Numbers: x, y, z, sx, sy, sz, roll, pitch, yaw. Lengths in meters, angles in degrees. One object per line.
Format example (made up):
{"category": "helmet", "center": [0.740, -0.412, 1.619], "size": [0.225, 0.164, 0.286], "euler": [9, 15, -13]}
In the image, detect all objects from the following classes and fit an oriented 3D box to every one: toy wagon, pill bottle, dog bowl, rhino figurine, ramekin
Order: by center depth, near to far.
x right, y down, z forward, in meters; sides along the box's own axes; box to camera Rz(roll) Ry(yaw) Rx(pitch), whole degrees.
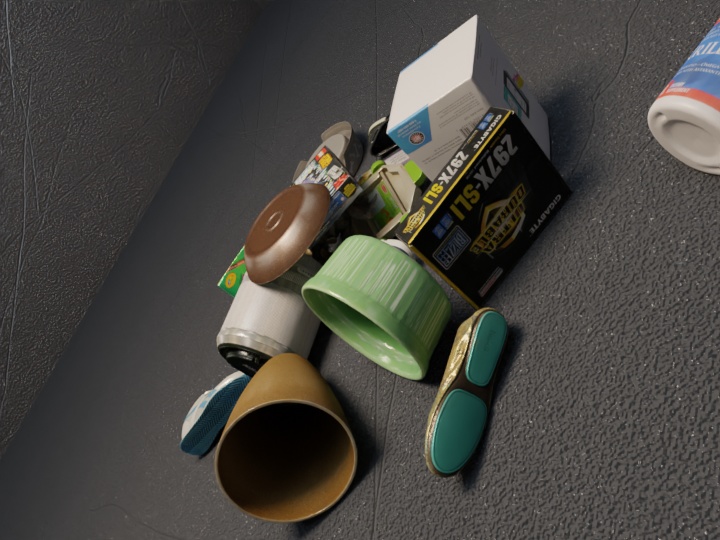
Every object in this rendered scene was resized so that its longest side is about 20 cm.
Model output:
{"category": "pill bottle", "center": [0.398, -0.210, 0.558], "size": [0.202, 0.112, 0.112], "euler": [-52, 31, 2]}
{"category": "ramekin", "center": [0.026, 0.046, 0.740], "size": [0.099, 0.200, 0.198], "euler": [-53, 30, -18]}
{"category": "toy wagon", "center": [0.053, -0.127, 0.986], "size": [0.199, 0.039, 0.157], "euler": [-41, 50, 18]}
{"category": "rhino figurine", "center": [-0.044, -0.084, 0.992], "size": [0.198, 0.059, 0.090], "euler": [-33, 53, 32]}
{"category": "dog bowl", "center": [-0.073, -0.243, 1.279], "size": [0.198, 0.058, 0.204], "euler": [-35, 35, 29]}

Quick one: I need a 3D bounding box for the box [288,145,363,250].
{"category": "box", "center": [-0.076, -0.137, 0.991], "size": [0.137, 0.040, 0.201], "euler": [-47, 29, 9]}

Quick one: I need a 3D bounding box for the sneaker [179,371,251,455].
{"category": "sneaker", "center": [-0.274, 0.255, 1.054], "size": [0.200, 0.076, 0.081], "euler": [-45, 30, 11]}

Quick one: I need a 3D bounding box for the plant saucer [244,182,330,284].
{"category": "plant saucer", "center": [-0.133, -0.073, 0.918], "size": [0.198, 0.036, 0.204], "euler": [-34, 35, 27]}

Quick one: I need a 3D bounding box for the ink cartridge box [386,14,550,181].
{"category": "ink cartridge box", "center": [0.160, -0.210, 0.794], "size": [0.145, 0.199, 0.149], "euler": [-23, 40, 38]}

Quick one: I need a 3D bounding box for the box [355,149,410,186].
{"category": "box", "center": [0.047, -0.183, 1.076], "size": [0.197, 0.041, 0.040], "euler": [-24, 41, 38]}

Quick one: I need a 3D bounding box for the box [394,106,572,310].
{"category": "box", "center": [0.159, -0.074, 0.705], "size": [0.201, 0.159, 0.049], "euler": [-51, 31, 2]}

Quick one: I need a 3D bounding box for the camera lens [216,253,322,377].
{"category": "camera lens", "center": [-0.149, 0.082, 0.969], "size": [0.158, 0.159, 0.204], "euler": [-13, 49, 46]}

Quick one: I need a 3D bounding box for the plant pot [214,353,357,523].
{"category": "plant pot", "center": [-0.106, 0.211, 0.794], "size": [0.187, 0.185, 0.201], "euler": [-47, 20, 10]}

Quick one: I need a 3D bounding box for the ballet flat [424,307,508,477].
{"category": "ballet flat", "center": [0.120, 0.141, 0.651], "size": [0.070, 0.070, 0.204], "euler": [-1, 59, 52]}

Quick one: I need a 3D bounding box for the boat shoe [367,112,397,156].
{"category": "boat shoe", "center": [0.081, -0.285, 1.097], "size": [0.197, 0.074, 0.068], "euler": [-18, 47, 45]}

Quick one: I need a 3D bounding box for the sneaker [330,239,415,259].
{"category": "sneaker", "center": [0.000, 0.000, 0.916], "size": [0.197, 0.077, 0.081], "euler": [-8, 42, 52]}

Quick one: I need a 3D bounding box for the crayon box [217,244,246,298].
{"category": "crayon box", "center": [-0.258, -0.008, 1.240], "size": [0.120, 0.058, 0.200], "euler": [-55, 10, -2]}

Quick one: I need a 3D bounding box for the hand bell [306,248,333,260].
{"category": "hand bell", "center": [-0.079, -0.035, 1.086], "size": [0.198, 0.104, 0.106], "euler": [28, 81, 45]}
